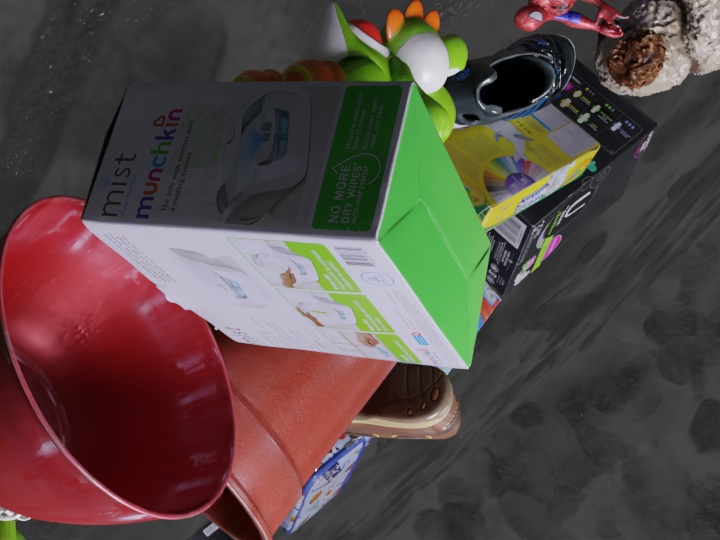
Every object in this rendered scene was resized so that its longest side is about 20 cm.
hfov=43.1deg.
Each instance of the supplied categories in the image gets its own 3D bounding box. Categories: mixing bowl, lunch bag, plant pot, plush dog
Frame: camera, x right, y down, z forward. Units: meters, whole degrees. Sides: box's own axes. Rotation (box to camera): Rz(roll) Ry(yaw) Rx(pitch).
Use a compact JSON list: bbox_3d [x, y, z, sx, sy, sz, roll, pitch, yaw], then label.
[{"bbox_3d":[-0.174,0.069,0.538,0.108,0.201,0.200,-28,165,17],"label":"mixing bowl"},{"bbox_3d":[-0.059,0.291,1.344,0.160,0.076,0.200,-31,157,-40],"label":"lunch bag"},{"bbox_3d":[-0.080,0.084,0.737,0.195,0.201,0.201,-44,162,-25],"label":"plant pot"},{"bbox_3d":[0.310,-0.231,0.888,0.171,0.161,0.200,-27,-169,15],"label":"plush dog"}]

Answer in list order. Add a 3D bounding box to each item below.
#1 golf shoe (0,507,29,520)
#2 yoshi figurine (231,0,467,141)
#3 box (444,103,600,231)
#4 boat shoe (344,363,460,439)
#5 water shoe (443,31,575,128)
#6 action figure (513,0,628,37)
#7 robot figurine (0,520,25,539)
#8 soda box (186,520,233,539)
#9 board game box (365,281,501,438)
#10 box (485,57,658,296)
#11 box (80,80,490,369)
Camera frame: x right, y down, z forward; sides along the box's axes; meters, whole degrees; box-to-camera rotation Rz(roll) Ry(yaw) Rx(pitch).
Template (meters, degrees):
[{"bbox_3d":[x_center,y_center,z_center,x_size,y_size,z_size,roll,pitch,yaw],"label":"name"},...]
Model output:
[{"bbox_3d":[-0.243,0.127,0.599,0.077,0.088,0.200,-5,175,26],"label":"golf shoe"},{"bbox_3d":[0.010,-0.113,0.637,0.200,0.112,0.112,-28,162,-44],"label":"yoshi figurine"},{"bbox_3d":[0.117,-0.104,0.837,0.200,0.117,0.048,-28,153,-38],"label":"box"},{"bbox_3d":[-0.002,0.123,0.835,0.068,0.200,0.072,60,44,-44],"label":"boat shoe"},{"bbox_3d":[0.146,-0.164,0.801,0.200,0.079,0.072,-28,114,-38],"label":"water shoe"},{"bbox_3d":[0.224,-0.250,0.796,0.200,0.099,0.065,-35,158,-17],"label":"action figure"},{"bbox_3d":[-0.314,0.233,0.655,0.175,0.116,0.200,-33,160,3],"label":"robot figurine"},{"bbox_3d":[-0.258,0.430,1.237,0.200,0.063,0.071,-34,158,-27],"label":"soda box"},{"bbox_3d":[0.047,0.062,0.949,0.105,0.103,0.200,-40,-177,38],"label":"board game box"},{"bbox_3d":[0.193,-0.101,0.983,0.200,0.124,0.149,-37,160,-22],"label":"box"},{"bbox_3d":[-0.031,-0.019,0.551,0.200,0.176,0.097,49,50,-59],"label":"box"}]
